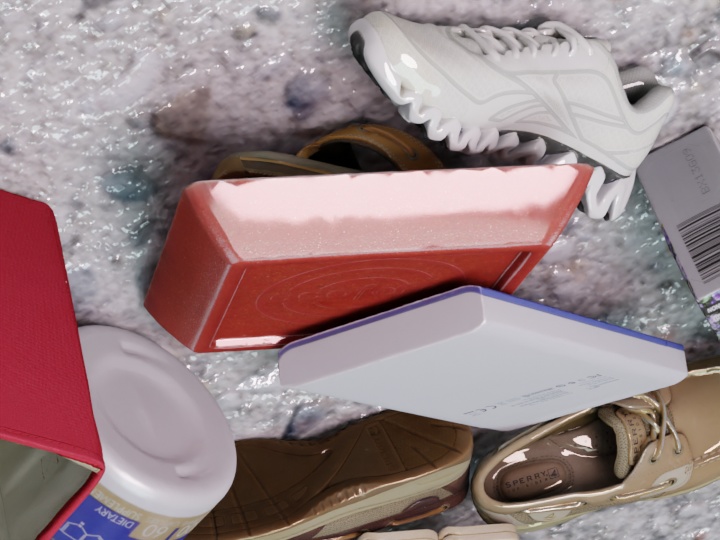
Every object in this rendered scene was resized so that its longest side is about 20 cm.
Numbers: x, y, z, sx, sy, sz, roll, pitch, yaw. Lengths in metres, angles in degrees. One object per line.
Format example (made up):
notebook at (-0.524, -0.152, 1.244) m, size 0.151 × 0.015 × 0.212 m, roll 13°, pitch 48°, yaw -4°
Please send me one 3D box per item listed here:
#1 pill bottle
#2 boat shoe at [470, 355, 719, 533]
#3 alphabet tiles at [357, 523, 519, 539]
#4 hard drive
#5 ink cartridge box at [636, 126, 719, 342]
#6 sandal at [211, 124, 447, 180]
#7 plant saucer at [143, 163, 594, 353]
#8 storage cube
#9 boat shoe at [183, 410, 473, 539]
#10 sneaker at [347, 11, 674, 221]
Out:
pill bottle at (-0.170, 0.135, 1.295) m, size 0.120 × 0.120 × 0.200 m, roll 21°, pitch 125°, yaw -35°
boat shoe at (0.160, 0.102, 1.401) m, size 0.200 × 0.071 × 0.065 m, roll -24°, pitch 168°, yaw 0°
alphabet tiles at (0.025, 0.195, 1.466) m, size 0.195 × 0.015 × 0.200 m, roll -3°, pitch 155°, yaw -16°
hard drive at (0.069, 0.051, 1.300) m, size 0.132 × 0.025 × 0.200 m, roll -19°, pitch 159°, yaw 34°
ink cartridge box at (0.219, 0.024, 1.330) m, size 0.050 × 0.109 × 0.200 m, roll -26°, pitch 137°, yaw 9°
sandal at (0.013, -0.046, 1.226) m, size 0.200 × 0.054 × 0.080 m, roll 3°, pitch 161°, yaw -29°
plant saucer at (0.000, 0.000, 1.215) m, size 0.199 × 0.037 × 0.200 m, roll -3°, pitch 162°, yaw -12°
storage cube at (-0.249, 0.059, 1.155) m, size 0.200 × 0.180 × 0.171 m, roll 18°, pitch 127°, yaw -32°
boat shoe at (-0.030, 0.137, 1.395) m, size 0.200 × 0.072 × 0.072 m, roll -17°, pitch 137°, yaw -11°
sneaker at (0.076, -0.094, 1.196) m, size 0.200 × 0.075 × 0.081 m, roll 20°, pitch 115°, yaw -41°
